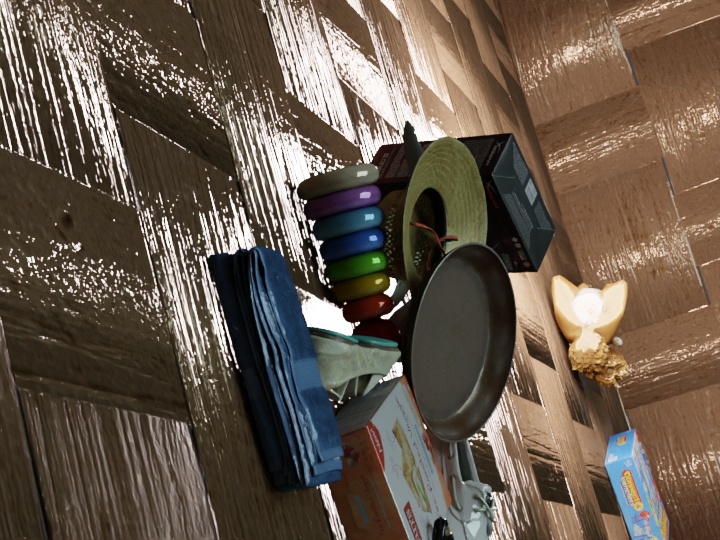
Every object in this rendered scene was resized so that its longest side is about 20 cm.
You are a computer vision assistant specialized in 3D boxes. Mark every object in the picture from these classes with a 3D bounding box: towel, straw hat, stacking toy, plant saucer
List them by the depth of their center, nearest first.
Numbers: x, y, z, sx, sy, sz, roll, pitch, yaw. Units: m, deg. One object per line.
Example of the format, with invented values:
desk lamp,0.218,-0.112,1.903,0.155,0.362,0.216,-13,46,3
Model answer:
towel,-0.062,0.078,1.345,0.112,0.048,0.202,13,59,-75
stacking toy,0.000,0.000,1.641,0.085,0.084,0.203,-14,90,-76
plant saucer,0.096,0.071,1.674,0.199,0.032,0.203,-13,106,-52
straw hat,0.053,-0.037,1.713,0.200,0.084,0.204,-5,96,-59

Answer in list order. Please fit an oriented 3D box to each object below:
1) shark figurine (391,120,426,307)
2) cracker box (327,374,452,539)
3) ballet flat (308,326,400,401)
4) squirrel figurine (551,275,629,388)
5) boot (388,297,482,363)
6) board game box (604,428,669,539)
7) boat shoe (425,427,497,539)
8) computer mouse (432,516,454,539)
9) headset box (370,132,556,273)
shark figurine,0.036,-0.048,1.812,0.089,0.128,0.216,34,-32,29
cracker box,0.024,0.186,1.512,0.200,0.057,0.135,-41,111,-74
ballet flat,-0.016,0.088,1.519,0.200,0.067,0.063,15,84,-69
squirrel figurine,0.433,0.122,3.092,0.187,0.140,0.203,63,26,-68
boot,0.104,0.053,1.801,0.200,0.095,0.074,-46,147,-51
board game box,0.524,0.422,3.128,0.200,0.055,0.198,-42,111,-75
boat shoe,0.103,0.236,1.673,0.074,0.066,0.202,40,24,-56
computer mouse,0.096,0.306,1.525,0.059,0.034,0.202,-69,152,-49
headset box,0.103,-0.071,1.895,0.149,0.198,0.075,61,42,-34
